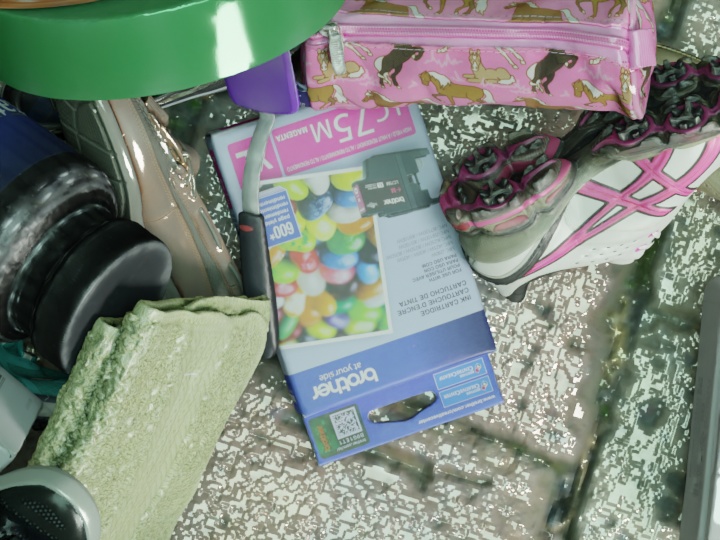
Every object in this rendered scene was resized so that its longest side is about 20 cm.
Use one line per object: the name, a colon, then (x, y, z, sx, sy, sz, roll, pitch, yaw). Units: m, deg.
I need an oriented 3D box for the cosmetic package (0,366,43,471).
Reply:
cosmetic package: (-0.271, 0.115, 1.555, 0.102, 0.074, 0.200, 40, 113, -9)

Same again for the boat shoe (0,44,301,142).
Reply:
boat shoe: (-0.105, -0.121, 1.619, 0.200, 0.057, 0.069, -26, 95, -6)

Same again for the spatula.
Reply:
spatula: (-0.057, -0.048, 1.598, 0.021, 0.056, 0.200, -15, 110, -46)

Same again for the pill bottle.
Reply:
pill bottle: (-0.201, -0.032, 1.544, 0.200, 0.112, 0.112, 35, 87, 21)

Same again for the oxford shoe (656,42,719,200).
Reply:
oxford shoe: (0.224, -0.065, 1.656, 0.200, 0.074, 0.071, 34, 88, -7)

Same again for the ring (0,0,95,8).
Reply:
ring: (-0.136, -0.189, 1.547, 0.200, 0.200, 0.019, -15, 118, -7)

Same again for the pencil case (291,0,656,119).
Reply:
pencil case: (0.063, -0.123, 1.579, 0.200, 0.087, 0.083, 3, 131, 11)

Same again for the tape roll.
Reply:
tape roll: (-0.107, -0.156, 1.546, 0.200, 0.200, 0.048, -15, 118, -7)

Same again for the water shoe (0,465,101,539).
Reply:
water shoe: (-0.214, 0.175, 1.491, 0.200, 0.079, 0.072, -35, 104, 21)

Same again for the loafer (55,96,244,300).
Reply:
loafer: (-0.111, -0.042, 1.595, 0.063, 0.072, 0.200, -31, 126, -21)

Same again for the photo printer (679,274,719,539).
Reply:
photo printer: (0.290, 0.093, 1.672, 0.200, 0.069, 0.167, 5, 91, -8)

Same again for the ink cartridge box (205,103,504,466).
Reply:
ink cartridge box: (0.000, 0.000, 1.647, 0.119, 0.042, 0.200, -18, 96, -6)

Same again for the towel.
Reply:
towel: (-0.124, 0.098, 1.565, 0.036, 0.148, 0.200, 36, 109, 25)

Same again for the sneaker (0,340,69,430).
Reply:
sneaker: (-0.221, 0.038, 1.603, 0.200, 0.078, 0.080, 20, 79, -8)

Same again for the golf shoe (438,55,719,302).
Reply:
golf shoe: (0.148, -0.052, 1.621, 0.200, 0.073, 0.092, -23, 127, 9)
